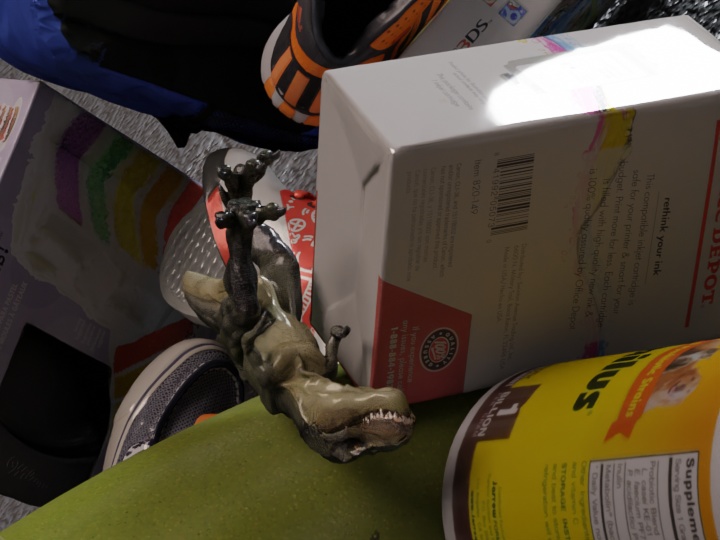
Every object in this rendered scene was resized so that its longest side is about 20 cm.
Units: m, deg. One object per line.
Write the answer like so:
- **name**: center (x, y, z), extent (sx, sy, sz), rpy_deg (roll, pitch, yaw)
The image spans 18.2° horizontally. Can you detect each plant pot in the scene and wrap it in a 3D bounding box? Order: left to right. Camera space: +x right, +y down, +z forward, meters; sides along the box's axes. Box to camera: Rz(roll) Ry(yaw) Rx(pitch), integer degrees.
- **plant pot**: center (-0.010, 0.116, 0.898), extent (0.200, 0.187, 0.187), rpy_deg (-39, 23, -13)

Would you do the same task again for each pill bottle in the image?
- **pill bottle**: center (0.127, 0.078, 0.782), extent (0.200, 0.109, 0.109), rpy_deg (-12, 43, 52)

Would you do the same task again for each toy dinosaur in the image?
- **toy dinosaur**: center (-0.040, 0.006, 0.863), extent (0.047, 0.088, 0.200), rpy_deg (-13, 23, -19)

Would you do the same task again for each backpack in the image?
- **backpack**: center (-0.098, -0.147, 1.140), extent (0.168, 0.200, 0.163), rpy_deg (-2, 78, 54)

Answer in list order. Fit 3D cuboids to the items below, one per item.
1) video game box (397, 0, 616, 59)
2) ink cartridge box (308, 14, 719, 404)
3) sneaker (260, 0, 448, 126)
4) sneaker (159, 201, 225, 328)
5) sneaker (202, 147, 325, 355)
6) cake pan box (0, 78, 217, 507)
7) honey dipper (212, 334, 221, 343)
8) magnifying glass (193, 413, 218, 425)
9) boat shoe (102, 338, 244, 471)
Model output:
- **video game box**: center (0.095, -0.141, 1.119), extent (0.182, 0.047, 0.200), rpy_deg (-50, -6, 1)
- **ink cartridge box**: center (0.085, -0.028, 0.870), extent (0.200, 0.117, 0.068), rpy_deg (-10, 35, -22)
- **sneaker**: center (0.032, -0.159, 1.052), extent (0.200, 0.078, 0.112), rpy_deg (-59, 2, -22)
- **sneaker**: center (-0.016, 0.001, 1.151), extent (0.200, 0.079, 0.079), rpy_deg (-3, 69, 45)
- **sneaker**: center (0.001, 0.001, 1.035), extent (0.108, 0.067, 0.201), rpy_deg (-31, 50, 12)
- **cake pan box**: center (-0.158, 0.024, 1.194), extent (0.052, 0.184, 0.200), rpy_deg (7, 70, 45)
- **honey dipper**: center (-0.040, 0.053, 1.179), extent (0.038, 0.038, 0.200), rpy_deg (-54, 24, -11)
- **magnifying glass**: center (0.000, 0.076, 1.044), extent (0.200, 0.022, 0.080), rpy_deg (-6, 44, 39)
- **boat shoe**: center (-0.090, 0.126, 1.128), extent (0.093, 0.075, 0.200), rpy_deg (-2, 59, 50)
